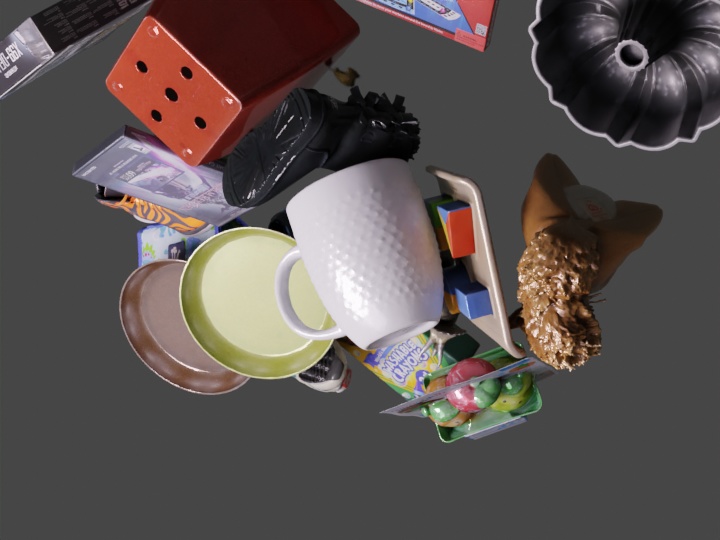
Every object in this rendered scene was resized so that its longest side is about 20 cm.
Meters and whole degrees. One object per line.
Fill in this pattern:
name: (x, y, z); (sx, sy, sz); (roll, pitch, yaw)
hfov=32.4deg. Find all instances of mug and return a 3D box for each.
mug: (-0.006, 0.000, 1.357); (0.199, 0.147, 0.177); (-25, 76, 20)

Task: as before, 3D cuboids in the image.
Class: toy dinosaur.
toy dinosaur: (0.087, 0.007, 1.445); (0.076, 0.102, 0.201); (-4, 125, 37)

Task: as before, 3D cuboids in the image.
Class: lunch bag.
lunch bag: (-0.203, 0.019, 1.657); (0.169, 0.127, 0.202); (-11, 105, 40)

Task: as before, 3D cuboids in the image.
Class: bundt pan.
bundt pan: (0.260, -0.215, 1.137); (0.200, 0.076, 0.203); (20, 137, 20)

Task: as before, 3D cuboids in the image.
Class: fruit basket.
fruit basket: (0.134, 0.147, 1.446); (0.184, 0.200, 0.095); (-21, 81, 13)

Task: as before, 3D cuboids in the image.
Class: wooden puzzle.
wooden puzzle: (0.111, -0.011, 1.336); (0.185, 0.046, 0.202); (-135, 27, -78)

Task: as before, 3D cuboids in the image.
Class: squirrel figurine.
squirrel figurine: (0.206, 0.016, 1.293); (0.141, 0.200, 0.188); (24, 129, 9)

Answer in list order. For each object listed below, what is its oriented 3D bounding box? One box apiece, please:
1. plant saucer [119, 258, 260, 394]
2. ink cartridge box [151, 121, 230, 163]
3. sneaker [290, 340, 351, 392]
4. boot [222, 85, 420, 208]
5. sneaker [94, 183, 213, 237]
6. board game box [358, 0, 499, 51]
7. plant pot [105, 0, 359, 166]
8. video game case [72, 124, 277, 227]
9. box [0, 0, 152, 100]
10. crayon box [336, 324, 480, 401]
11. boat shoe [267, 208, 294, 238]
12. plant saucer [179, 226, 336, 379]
plant saucer: (-0.213, 0.067, 1.583); (0.198, 0.032, 0.202); (11, 122, 18)
ink cartridge box: (-0.218, -0.134, 1.511); (0.199, 0.145, 0.048); (-13, 80, 41)
sneaker: (-0.042, 0.126, 1.637); (0.093, 0.071, 0.199); (24, 172, -22)
boot: (-0.040, -0.127, 1.366); (0.198, 0.161, 0.074); (-42, 56, 39)
sneaker: (-0.270, -0.094, 1.582); (0.199, 0.078, 0.112); (3, 170, 42)
board game box: (0.048, -0.303, 1.256); (0.199, 0.019, 0.103); (25, 136, 15)
plant pot: (-0.157, -0.234, 1.347); (0.200, 0.177, 0.200); (43, 139, -6)
video game case: (-0.214, -0.106, 1.435); (0.199, 0.019, 0.142); (20, 155, -30)
box: (-0.333, -0.277, 1.417); (0.157, 0.200, 0.050); (-21, 107, 44)
crayon box: (0.038, 0.075, 1.581); (0.200, 0.052, 0.126); (39, 139, 0)
boat shoe: (-0.105, 0.025, 1.563); (0.083, 0.069, 0.202); (-2, 97, 21)
plant saucer: (-0.119, 0.036, 1.494); (0.198, 0.031, 0.202); (4, 114, 10)
